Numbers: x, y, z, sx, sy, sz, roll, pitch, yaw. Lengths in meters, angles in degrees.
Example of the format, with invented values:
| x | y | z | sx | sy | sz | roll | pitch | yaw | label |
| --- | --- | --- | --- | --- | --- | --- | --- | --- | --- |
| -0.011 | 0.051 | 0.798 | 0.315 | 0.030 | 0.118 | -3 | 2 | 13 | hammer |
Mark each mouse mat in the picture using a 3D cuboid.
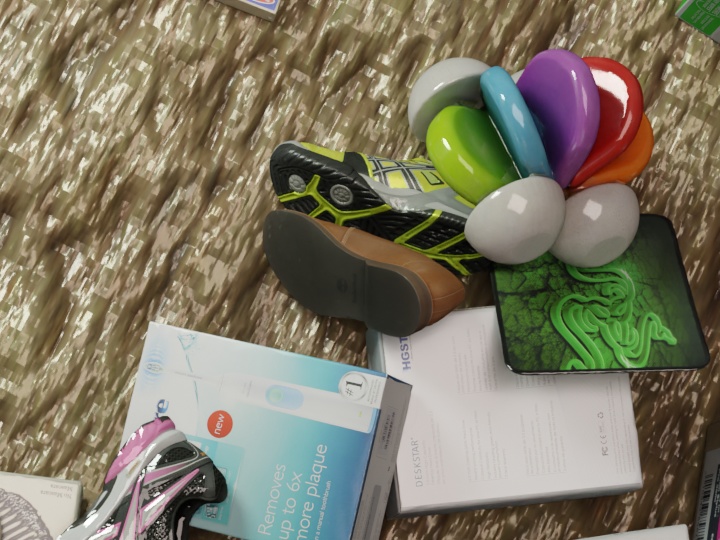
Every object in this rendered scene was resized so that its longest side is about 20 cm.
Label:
| x | y | z | sx | sy | sz | roll | pitch | yaw | label |
| --- | --- | --- | --- | --- | --- | --- | --- | --- | --- |
| 0.183 | 0.015 | 1.714 | 0.159 | 0.008 | 0.201 | -2 | 39 | -3 | mouse mat |

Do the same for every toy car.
| x | y | z | sx | sy | sz | roll | pitch | yaw | label |
| --- | --- | --- | --- | --- | --- | --- | --- | --- | --- |
| 0.147 | -0.106 | 1.693 | 0.199 | 0.150 | 0.176 | 3 | 51 | -39 | toy car |

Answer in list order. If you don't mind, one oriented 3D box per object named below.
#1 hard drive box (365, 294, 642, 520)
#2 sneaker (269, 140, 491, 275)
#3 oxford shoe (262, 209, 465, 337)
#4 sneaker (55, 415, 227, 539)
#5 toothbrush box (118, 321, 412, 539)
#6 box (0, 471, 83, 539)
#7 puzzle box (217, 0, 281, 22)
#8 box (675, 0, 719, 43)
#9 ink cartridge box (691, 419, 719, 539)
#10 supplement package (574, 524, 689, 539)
| x | y | z | sx | sy | sz | roll | pitch | yaw | label |
| --- | --- | --- | --- | --- | --- | --- | --- | --- | --- |
| 0.113 | 0.109 | 1.723 | 0.198 | 0.077 | 0.157 | -4 | 80 | -8 | hard drive box |
| 0.021 | -0.059 | 1.755 | 0.198 | 0.076 | 0.077 | 22 | 42 | 4 | sneaker |
| 0.000 | 0.000 | 1.704 | 0.071 | 0.199 | 0.072 | -16 | 121 | -41 | oxford shoe |
| -0.172 | 0.209 | 1.582 | 0.086 | 0.080 | 0.201 | 33 | 90 | 13 | sneaker |
| -0.076 | 0.133 | 1.654 | 0.198 | 0.085 | 0.148 | 12 | 84 | 18 | toothbrush box |
| -0.263 | 0.258 | 1.653 | 0.081 | 0.068 | 0.202 | 7 | 79 | -7 | box |
| -0.141 | -0.303 | 1.791 | 0.198 | 0.025 | 0.134 | 20 | 79 | -3 | puzzle box |
| 0.395 | -0.262 | 1.815 | 0.176 | 0.097 | 0.201 | 31 | 77 | -1 | box |
| 0.313 | 0.213 | 1.685 | 0.074 | 0.165 | 0.202 | 11 | 78 | -5 | ink cartridge box |
| 0.155 | 0.273 | 1.676 | 0.198 | 0.121 | 0.121 | -8 | 81 | -9 | supplement package |
